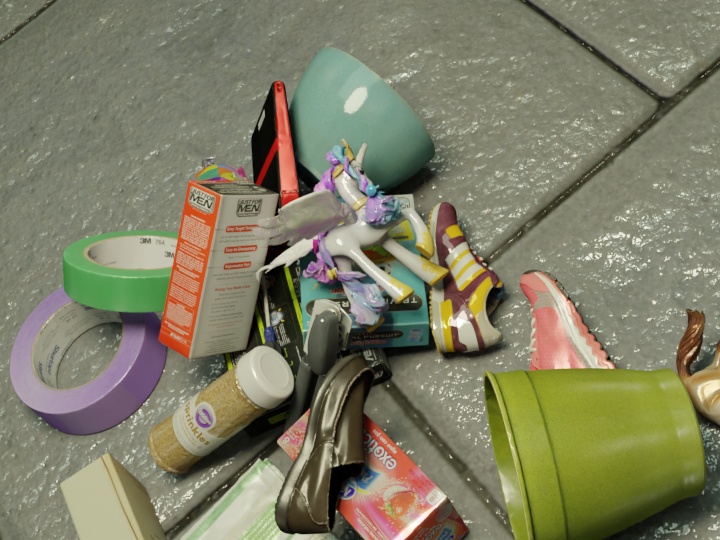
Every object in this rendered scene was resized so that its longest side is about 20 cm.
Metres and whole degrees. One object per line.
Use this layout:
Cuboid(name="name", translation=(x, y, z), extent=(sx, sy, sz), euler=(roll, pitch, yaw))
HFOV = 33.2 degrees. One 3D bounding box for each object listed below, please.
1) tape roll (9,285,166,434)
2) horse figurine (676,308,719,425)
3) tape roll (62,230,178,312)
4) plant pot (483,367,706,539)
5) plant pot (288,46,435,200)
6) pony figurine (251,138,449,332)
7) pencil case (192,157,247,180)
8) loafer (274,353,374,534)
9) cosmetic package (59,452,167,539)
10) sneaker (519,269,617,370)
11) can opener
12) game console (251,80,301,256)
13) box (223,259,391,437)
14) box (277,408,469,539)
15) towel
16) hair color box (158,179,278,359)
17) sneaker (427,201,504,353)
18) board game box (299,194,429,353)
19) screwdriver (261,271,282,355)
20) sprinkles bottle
Cuboid(name="tape roll", translation=(-0.356, 0.109, 1.581), extent=(0.197, 0.066, 0.202), euler=(-10, 55, 15))
Cuboid(name="horse figurine", translation=(0.400, 0.130, 1.260), extent=(0.133, 0.050, 0.200), euler=(-50, 61, 7))
Cuboid(name="tape roll", translation=(-0.282, -0.002, 1.559), extent=(0.197, 0.049, 0.201), euler=(3, 19, -1))
Cuboid(name="plant pot", translation=(0.239, 0.183, 1.226), extent=(0.190, 0.201, 0.202), euler=(-11, 53, -1))
Cuboid(name="plant pot", translation=(-0.022, -0.165, 1.546), extent=(0.135, 0.200, 0.199), euler=(-48, 54, -9))
Cuboid(name="pony figurine", translation=(-0.018, -0.035, 1.384), extent=(0.192, 0.167, 0.201), euler=(-35, 80, -19))
Cuboid(name="pencil case", translation=(-0.174, -0.075, 1.581), extent=(0.088, 0.089, 0.200), euler=(-29, 30, 1))
Cuboid(name="loafer", translation=(-0.021, 0.187, 1.267), extent=(0.071, 0.073, 0.202), euler=(14, 74, 23))
Cuboid(name="cosmetic package", translation=(-0.264, 0.321, 1.378), extent=(0.073, 0.104, 0.201), euler=(-33, 53, -3))
Cuboid(name="sneaker", translation=(0.217, 0.082, 1.360), extent=(0.086, 0.074, 0.201), euler=(-31, 52, 2))
Cuboid(name="can opener", translation=(-0.056, 0.124, 1.368), extent=(0.053, 0.202, 0.067), euler=(29, 32, 23))
Cuboid(name="game console", translation=(-0.109, -0.123, 1.540), extent=(0.031, 0.200, 0.179), euler=(-1, 76, -14))
Cuboid(name="box", translation=(-0.078, 0.081, 1.500), extent=(0.191, 0.048, 0.202), euler=(-26, 53, 8))
Cuboid(name="box", translation=(0.013, 0.235, 1.324), extent=(0.095, 0.103, 0.200), euler=(-43, 54, -8))
Cuboid(name="towel", translation=(-0.100, 0.326, 1.360), extent=(0.149, 0.031, 0.200), euler=(-45, 55, -7))
Cuboid(name="hair color box", translation=(-0.169, -0.003, 1.438), extent=(0.061, 0.101, 0.203), euler=(24, 108, 34))
Cuboid(name="sneaker", translation=(0.128, 0.007, 1.455), extent=(0.089, 0.075, 0.202), euler=(-5, 62, 8))
Cuboid(name="board game box", translation=(0.000, 0.000, 1.469), extent=(0.149, 0.047, 0.202), euler=(-4, 52, -2))
Cuboid(name="screwdriver", translation=(-0.115, 0.056, 1.480), extent=(0.028, 0.029, 0.202), euler=(-17, 60, 12))
Cuboid(name="sprinkles bottle", translation=(-0.165, 0.166, 1.414), extent=(0.199, 0.068, 0.069), euler=(-38, 46, 30))
